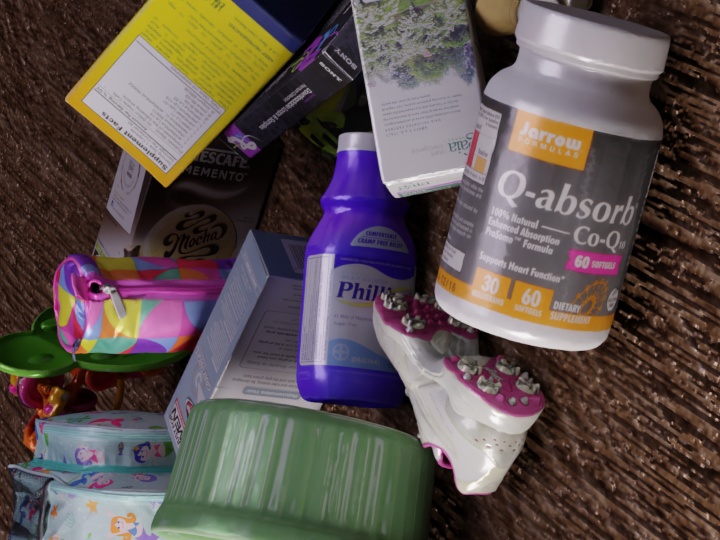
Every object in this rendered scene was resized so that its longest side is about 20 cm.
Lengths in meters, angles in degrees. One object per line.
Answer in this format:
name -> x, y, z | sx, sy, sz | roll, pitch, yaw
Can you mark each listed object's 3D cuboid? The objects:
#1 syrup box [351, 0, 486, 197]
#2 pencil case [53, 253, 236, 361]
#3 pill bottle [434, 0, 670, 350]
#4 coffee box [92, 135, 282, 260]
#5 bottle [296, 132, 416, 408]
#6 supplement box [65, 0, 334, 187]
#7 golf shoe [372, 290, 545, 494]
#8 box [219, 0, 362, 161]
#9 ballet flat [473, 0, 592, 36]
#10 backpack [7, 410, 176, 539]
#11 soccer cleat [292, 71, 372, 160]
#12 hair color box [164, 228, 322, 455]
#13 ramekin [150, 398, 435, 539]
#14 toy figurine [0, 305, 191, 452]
syrup box -> 0.041, -0.156, 1.535 | 0.081, 0.078, 0.201 | 23, -124, -82
pencil case -> -0.152, 0.028, 1.803 | 0.088, 0.199, 0.089 | 2, 92, 62
pill bottle -> 0.122, -0.060, 1.387 | 0.116, 0.116, 0.201 | 35, 114, 60
coffee box -> -0.157, -0.042, 1.926 | 0.080, 0.113, 0.201 | 50, 127, 55
bottle -> 0.000, 0.000, 1.644 | 0.065, 0.083, 0.201 | -8, 75, 61
supplement box -> -0.120, -0.180, 1.732 | 0.200, 0.109, 0.110 | -41, 11, 39
golf shoe -> 0.053, 0.081, 1.534 | 0.200, 0.075, 0.092 | -132, 51, -57
box -> -0.021, -0.168, 1.680 | 0.143, 0.036, 0.200 | -53, 10, -27
ballet flat -> 0.138, -0.204, 1.456 | 0.200, 0.068, 0.063 | -54, 53, 45
backpack -> -0.186, 0.193, 1.855 | 0.200, 0.177, 0.151 | 15, 101, 59
soccer cleat -> 0.012, -0.138, 1.703 | 0.084, 0.065, 0.200 | -60, 14, -23
hair color box -> -0.072, 0.066, 1.747 | 0.200, 0.099, 0.061 | -63, 33, 32
ramekin -> -0.041, 0.156, 1.567 | 0.200, 0.199, 0.098 | -10, 66, 62
toy figurine -> -0.243, 0.141, 1.999 | 0.150, 0.200, 0.185 | 27, 122, 42
